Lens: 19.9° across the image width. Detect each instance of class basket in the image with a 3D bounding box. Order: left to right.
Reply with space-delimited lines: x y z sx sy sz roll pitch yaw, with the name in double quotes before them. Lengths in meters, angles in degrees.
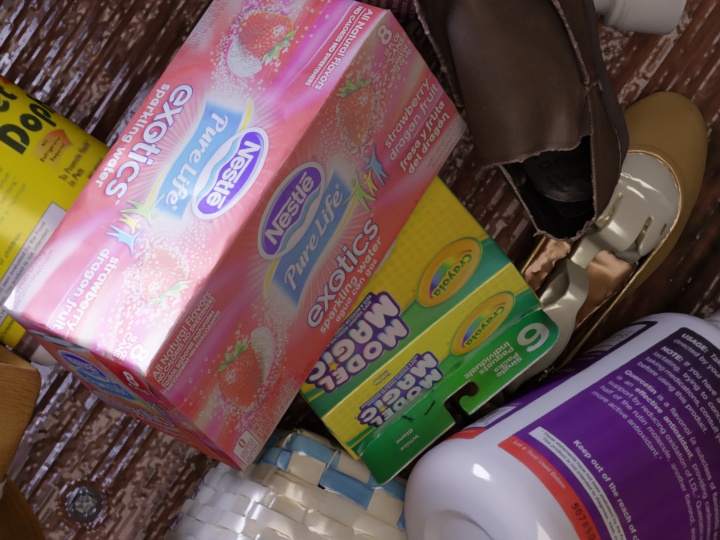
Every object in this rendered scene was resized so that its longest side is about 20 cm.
"basket" -0.043 0.182 1.002 0.139 0.176 0.201 30 83 -13

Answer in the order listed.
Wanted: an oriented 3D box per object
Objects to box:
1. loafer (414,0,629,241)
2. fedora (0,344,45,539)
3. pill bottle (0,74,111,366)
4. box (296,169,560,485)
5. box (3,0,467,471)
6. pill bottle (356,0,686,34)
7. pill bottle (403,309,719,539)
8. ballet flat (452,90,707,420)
"loafer" 0.080 -0.084 0.948 0.073 0.071 0.200 -11 142 24
"fedora" -0.208 0.058 0.963 0.200 0.201 0.082 34 93 -7
"pill bottle" -0.202 -0.049 0.998 0.199 0.109 0.110 34 93 -7
"box" 0.000 0.000 0.985 0.117 0.200 0.048 -39 141 1
"box" -0.054 -0.025 0.938 0.201 0.102 0.095 -57 141 -14
"pill bottle" 0.058 -0.174 0.987 0.198 0.114 0.115 8 95 -2
"pill bottle" 0.123 0.093 0.958 0.199 0.112 0.113 -28 99 -32
"ballet flat" 0.118 -0.002 1.050 0.068 0.063 0.201 34 92 -7
